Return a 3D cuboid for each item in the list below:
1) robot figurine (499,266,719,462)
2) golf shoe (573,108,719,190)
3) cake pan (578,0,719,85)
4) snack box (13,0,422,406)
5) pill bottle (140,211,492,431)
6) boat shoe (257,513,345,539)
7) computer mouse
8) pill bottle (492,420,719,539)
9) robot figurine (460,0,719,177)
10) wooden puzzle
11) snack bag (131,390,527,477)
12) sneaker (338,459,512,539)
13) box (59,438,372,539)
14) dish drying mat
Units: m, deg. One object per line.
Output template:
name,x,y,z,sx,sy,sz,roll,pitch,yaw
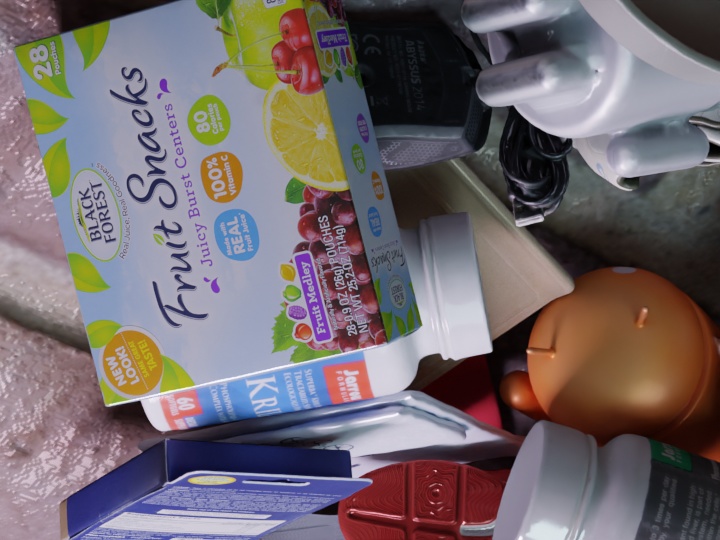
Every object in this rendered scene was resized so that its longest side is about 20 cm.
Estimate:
robot figurine,0.177,0.065,1.578,0.117,0.144,0.200,-61,148,-4
golf shoe,0.220,-0.097,1.467,0.200,0.097,0.078,-20,134,-2
cake pan,0.172,-0.180,1.310,0.200,0.201,0.037,12,150,-28
snack box,-0.075,-0.044,1.326,0.168,0.200,0.068,-12,-178,21
pill bottle,-0.029,0.023,1.436,0.200,0.112,0.112,-10,136,4
boat shoe,-0.028,0.201,1.666,0.200,0.072,0.071,-3,135,8
computer mouse,0.014,-0.089,1.401,0.200,0.139,0.053,4,149,-11
pill bottle,0.186,0.164,1.493,0.200,0.113,0.113,18,128,-6
robot figurine,0.149,-0.136,1.372,0.200,0.113,0.170,-12,96,-38
wooden puzzle,0.000,0.000,1.515,0.200,0.037,0.185,-32,123,20
snack bag,-0.015,0.113,1.558,0.188,0.021,0.200,-13,163,22
sneaker,0.087,0.159,1.606,0.200,0.078,0.116,3,175,2
box,-0.088,0.133,1.507,0.121,0.032,0.200,6,161,-28
dish drying mat,0.043,0.062,1.616,0.077,0.018,0.200,-18,137,-1
